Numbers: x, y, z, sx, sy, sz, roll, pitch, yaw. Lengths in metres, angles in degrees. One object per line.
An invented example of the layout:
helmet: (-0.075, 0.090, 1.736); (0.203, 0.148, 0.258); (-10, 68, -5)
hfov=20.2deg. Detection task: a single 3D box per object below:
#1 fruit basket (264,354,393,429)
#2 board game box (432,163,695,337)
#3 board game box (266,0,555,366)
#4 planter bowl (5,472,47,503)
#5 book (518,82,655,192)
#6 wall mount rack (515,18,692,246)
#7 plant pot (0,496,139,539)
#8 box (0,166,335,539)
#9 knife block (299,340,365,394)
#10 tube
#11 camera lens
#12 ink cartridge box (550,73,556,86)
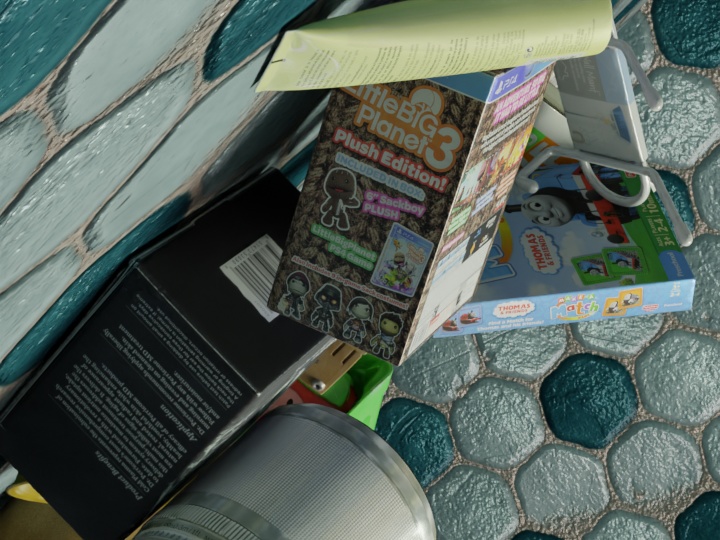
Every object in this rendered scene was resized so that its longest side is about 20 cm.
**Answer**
fruit basket: (-0.081, 0.070, 1.682); (0.156, 0.216, 0.216); (-42, 176, -42)
board game box: (0.136, -0.020, 1.541); (0.200, 0.151, 0.037); (-7, 132, -9)
board game box: (0.037, -0.066, 1.289); (0.159, 0.097, 0.200); (-37, 148, -65)
planter bowl: (-0.171, 0.131, 1.554); (0.200, 0.084, 0.200); (-1, 167, 0)
book: (0.129, -0.081, 1.622); (0.134, 0.048, 0.200); (-39, 135, 21)
wall mount rack: (0.176, -0.104, 1.459); (0.174, 0.200, 0.075); (18, -131, 42)
plant pot: (-0.215, 0.214, 1.791); (0.200, 0.186, 0.186); (-58, 180, -15)
box: (-0.117, 0.059, 1.380); (0.197, 0.124, 0.200); (-44, 177, 34)
knife block: (0.000, 0.000, 1.542); (0.200, 0.064, 0.176); (-46, -169, 46)
tube: (0.042, -0.132, 1.123); (0.200, 0.052, 0.058); (-12, 123, -19)
camera lens: (-0.058, 0.199, 1.363); (0.200, 0.160, 0.160); (-41, 175, -37)
ink cartridge box: (0.121, -0.172, 1.704); (0.145, 0.085, 0.200); (-44, 176, 11)
